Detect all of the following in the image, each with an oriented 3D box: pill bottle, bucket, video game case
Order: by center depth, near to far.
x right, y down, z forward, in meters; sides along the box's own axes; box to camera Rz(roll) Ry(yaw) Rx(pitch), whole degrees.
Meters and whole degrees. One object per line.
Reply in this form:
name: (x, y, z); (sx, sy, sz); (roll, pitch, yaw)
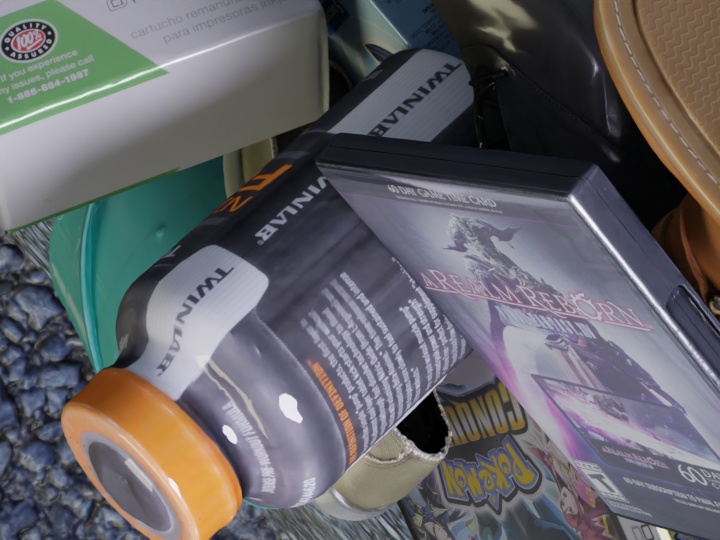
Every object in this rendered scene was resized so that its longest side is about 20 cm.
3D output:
video game case: (0.084, 0.030, 0.904); (0.200, 0.019, 0.143); (48, 160, -29)
pill bottle: (-0.018, 0.015, 0.982); (0.106, 0.200, 0.106); (37, 153, 22)
video game case: (0.079, 0.108, 1.099); (0.200, 0.025, 0.181); (-22, 92, 60)
bucket: (-0.053, 0.007, 1.343); (0.135, 0.207, 0.207); (50, 173, 39)

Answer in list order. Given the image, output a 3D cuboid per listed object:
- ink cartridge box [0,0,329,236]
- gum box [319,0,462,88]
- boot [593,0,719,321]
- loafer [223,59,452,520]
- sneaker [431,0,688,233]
ink cartridge box: (-0.117, -0.135, 1.070); (0.084, 0.145, 0.201); (90, 156, -61)
gum box: (0.038, -0.071, 1.103); (0.200, 0.045, 0.170); (50, 169, -2)
boot: (0.125, -0.021, 0.846); (0.200, 0.077, 0.155); (37, 165, -14)
loafer: (0.000, 0.000, 1.096); (0.069, 0.075, 0.201); (-18, 83, 44)
sneaker: (0.075, -0.041, 0.939); (0.200, 0.091, 0.076); (50, 171, -4)
